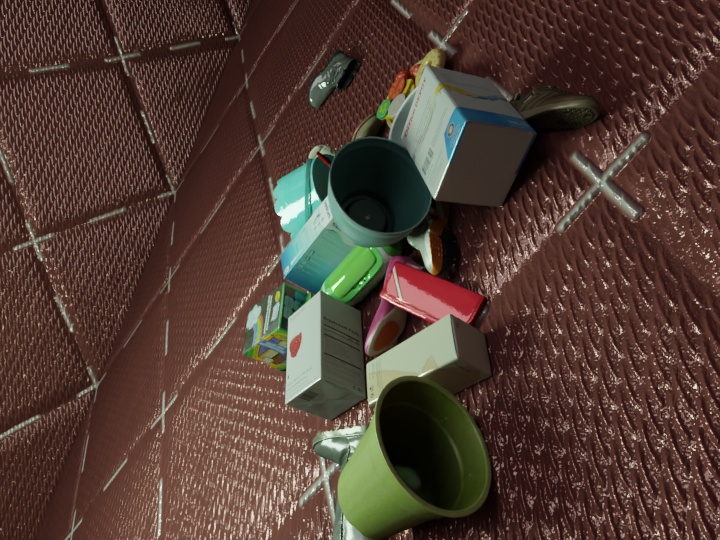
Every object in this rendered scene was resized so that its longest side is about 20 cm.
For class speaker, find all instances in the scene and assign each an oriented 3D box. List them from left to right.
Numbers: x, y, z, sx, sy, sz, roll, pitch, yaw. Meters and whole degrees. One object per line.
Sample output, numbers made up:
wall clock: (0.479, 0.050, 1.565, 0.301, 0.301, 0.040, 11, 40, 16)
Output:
speaker: (0.000, 0.000, 1.195, 0.200, 0.087, 0.090, -47, 35, 24)

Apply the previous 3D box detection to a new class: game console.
game console: (0.026, -0.215, 1.205, 0.171, 0.197, 0.122, -35, 42, 35)

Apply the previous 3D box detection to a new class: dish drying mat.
dish drying mat: (0.121, 0.047, 0.991, 0.197, 0.018, 0.079, 23, 82, 40)

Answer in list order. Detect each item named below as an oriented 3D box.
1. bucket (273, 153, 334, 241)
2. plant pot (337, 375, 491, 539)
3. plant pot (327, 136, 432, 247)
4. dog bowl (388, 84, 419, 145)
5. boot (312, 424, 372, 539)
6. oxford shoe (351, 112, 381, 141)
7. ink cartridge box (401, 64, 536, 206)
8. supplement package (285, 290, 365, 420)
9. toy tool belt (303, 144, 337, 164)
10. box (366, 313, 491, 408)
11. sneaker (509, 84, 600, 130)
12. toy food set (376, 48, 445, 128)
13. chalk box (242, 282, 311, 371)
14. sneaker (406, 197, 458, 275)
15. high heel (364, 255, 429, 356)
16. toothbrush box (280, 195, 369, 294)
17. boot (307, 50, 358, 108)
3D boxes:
bucket: (-0.098, -0.168, 1.359, 0.133, 0.205, 0.213, -26, 46, 35)
plant pot: (0.058, 0.295, 0.830, 0.191, 0.195, 0.204, -52, 32, 37)
plant pot: (0.024, -0.127, 1.073, 0.135, 0.193, 0.206, 119, 162, -60)
dog bowl: (0.152, -0.308, 1.205, 0.198, 0.078, 0.205, -35, 41, 37)
boot: (-0.028, 0.385, 0.984, 0.180, 0.071, 0.207, -29, 52, 44)
oxford shoe: (0.010, -0.302, 1.436, 0.074, 0.070, 0.204, 30, 92, 33)
ink cartridge box: (0.181, -0.238, 0.998, 0.203, 0.141, 0.150, -110, 31, -44)
supplement package: (-0.072, 0.172, 1.141, 0.121, 0.118, 0.205, -38, 39, 33)
toy tool belt: (-0.117, -0.245, 1.536, 0.202, 0.124, 0.123, -52, 2, 10)
box: (0.106, 0.161, 0.919, 0.199, 0.093, 0.080, -37, 40, 36)
sneaker: (0.317, -0.284, 0.953, 0.198, 0.069, 0.078, 9, 80, 57)
toy food set: (0.124, -0.430, 1.362, 0.198, 0.048, 0.203, 14, 79, 57)
chalk box: (-0.165, 0.124, 1.308, 0.198, 0.122, 0.128, -33, 41, 37)
sneaker: (0.129, -0.057, 1.076, 0.092, 0.074, 0.204, -45, 28, 37)
high heel: (0.048, 0.063, 1.087, 0.095, 0.067, 0.204, 22, 81, 48)
toothbrush box: (-0.066, -0.048, 1.267, 0.201, 0.144, 0.086, -48, 35, 22)
boot: (-0.089, -0.589, 1.770, 0.203, 0.068, 0.132, -57, 37, 16)
